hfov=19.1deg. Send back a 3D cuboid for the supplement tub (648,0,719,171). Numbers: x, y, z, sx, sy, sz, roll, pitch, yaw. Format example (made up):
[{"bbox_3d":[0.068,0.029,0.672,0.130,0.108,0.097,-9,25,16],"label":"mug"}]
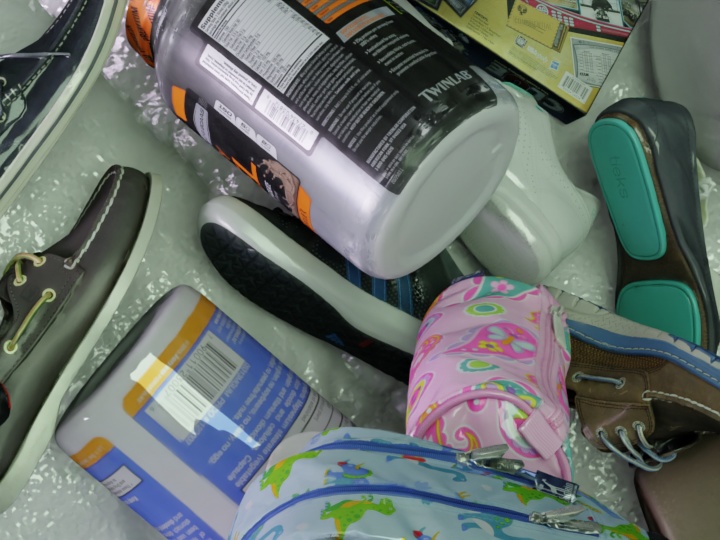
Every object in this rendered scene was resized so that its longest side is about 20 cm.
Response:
[{"bbox_3d":[0.284,-0.140,1.244,0.199,0.145,0.145,-12,87,-21],"label":"supplement tub"}]

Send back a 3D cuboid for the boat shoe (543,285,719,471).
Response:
[{"bbox_3d":[0.156,0.071,1.176,0.072,0.200,0.073,31,85,-36],"label":"boat shoe"}]

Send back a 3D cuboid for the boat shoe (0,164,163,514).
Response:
[{"bbox_3d":[-0.171,0.027,1.141,0.060,0.072,0.202,29,80,-15],"label":"boat shoe"}]

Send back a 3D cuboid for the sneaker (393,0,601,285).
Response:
[{"bbox_3d":[0.062,-0.091,1.229,0.088,0.075,0.200,-40,97,-33],"label":"sneaker"}]

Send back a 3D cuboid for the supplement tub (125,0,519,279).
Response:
[{"bbox_3d":[-0.023,-0.098,1.141,0.200,0.123,0.123,40,74,21],"label":"supplement tub"}]

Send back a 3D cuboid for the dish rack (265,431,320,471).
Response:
[{"bbox_3d":[0.037,0.178,1.056,0.199,0.044,0.172,15,50,-14],"label":"dish rack"}]

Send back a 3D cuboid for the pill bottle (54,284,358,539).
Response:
[{"bbox_3d":[-0.055,0.111,1.145,0.200,0.112,0.112,41,75,-9],"label":"pill bottle"}]

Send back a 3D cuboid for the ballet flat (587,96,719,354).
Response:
[{"bbox_3d":[0.181,-0.006,1.239,0.073,0.073,0.201,-16,105,-17],"label":"ballet flat"}]

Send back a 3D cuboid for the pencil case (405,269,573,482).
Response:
[{"bbox_3d":[0.067,0.064,1.080,0.087,0.200,0.088,2,107,6],"label":"pencil case"}]

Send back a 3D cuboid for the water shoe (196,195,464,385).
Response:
[{"bbox_3d":[0.000,0.000,1.200,0.200,0.071,0.079,32,66,-20],"label":"water shoe"}]

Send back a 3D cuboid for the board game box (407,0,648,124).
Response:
[{"bbox_3d":[0.076,-0.196,1.253,0.200,0.035,0.136,33,76,-10],"label":"board game box"}]

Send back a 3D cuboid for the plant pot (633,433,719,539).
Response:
[{"bbox_3d":[0.253,0.132,1.202,0.174,0.200,0.201,-22,90,0],"label":"plant pot"}]

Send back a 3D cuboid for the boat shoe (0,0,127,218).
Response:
[{"bbox_3d":[-0.191,-0.088,1.148,0.062,0.075,0.200,37,81,-16],"label":"boat shoe"}]

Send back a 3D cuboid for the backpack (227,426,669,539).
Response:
[{"bbox_3d":[0.034,0.154,0.952,0.199,0.163,0.154,8,38,-18],"label":"backpack"}]

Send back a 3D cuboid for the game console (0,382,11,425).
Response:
[{"bbox_3d":[-0.291,0.092,1.051,0.200,0.177,0.031,-42,132,-23],"label":"game console"}]
